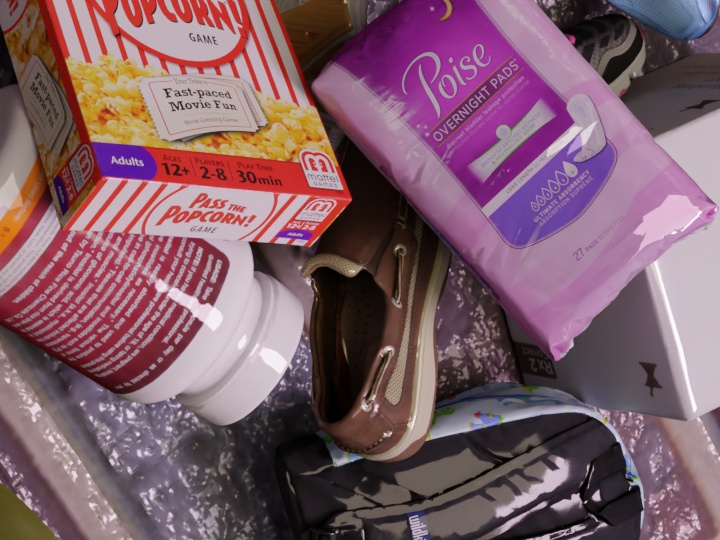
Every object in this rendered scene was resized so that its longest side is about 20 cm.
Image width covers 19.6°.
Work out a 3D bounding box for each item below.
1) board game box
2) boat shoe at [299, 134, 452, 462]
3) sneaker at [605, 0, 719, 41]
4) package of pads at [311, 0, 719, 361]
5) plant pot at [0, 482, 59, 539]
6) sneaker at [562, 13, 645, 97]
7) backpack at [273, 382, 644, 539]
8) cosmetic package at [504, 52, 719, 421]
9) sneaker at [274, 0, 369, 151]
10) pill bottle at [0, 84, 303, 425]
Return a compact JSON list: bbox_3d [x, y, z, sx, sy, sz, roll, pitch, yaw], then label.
[{"bbox_3d":[-0.105,-0.109,1.072,0.151,0.046,0.201,3,54,-39],"label":"board game box"},{"bbox_3d":[0.005,-0.001,1.136,0.075,0.074,0.203,21,62,-50],"label":"boat shoe"},{"bbox_3d":[0.121,-0.188,1.231,0.199,0.078,0.090,30,53,-10],"label":"sneaker"},{"bbox_3d":[0.080,-0.064,1.099,0.120,0.076,0.200,-42,89,0],"label":"package of pads"},{"bbox_3d":[-0.196,0.199,1.029,0.186,0.200,0.188,-3,96,-30],"label":"plant pot"},{"bbox_3d":[0.084,-0.127,1.237,0.199,0.074,0.088,-22,110,-22],"label":"sneaker"},{"bbox_3d":[0.065,0.141,1.217,0.199,0.154,0.164,-19,100,1],"label":"backpack"},{"bbox_3d":[0.201,-0.027,1.261,0.199,0.165,0.166,-23,104,-27],"label":"cosmetic package"},{"bbox_3d":[-0.019,-0.148,1.178,0.075,0.088,0.201,17,110,11],"label":"sneaker"},{"bbox_3d":[-0.131,-0.001,1.101,0.200,0.113,0.113,35,77,-27],"label":"pill bottle"}]
